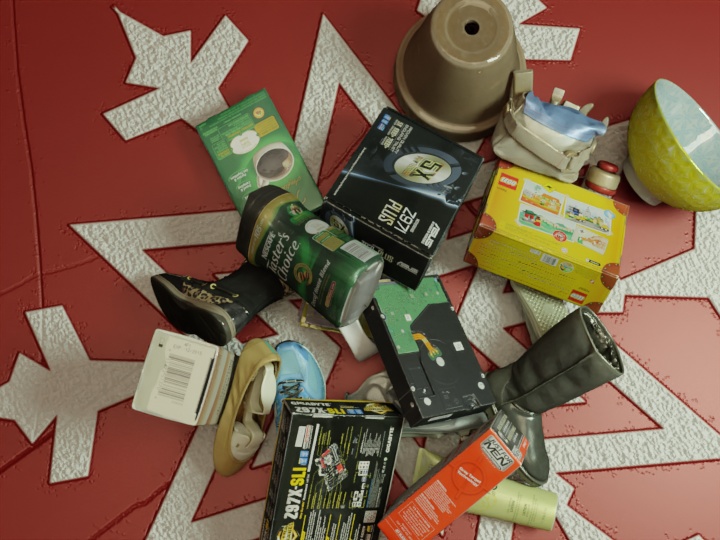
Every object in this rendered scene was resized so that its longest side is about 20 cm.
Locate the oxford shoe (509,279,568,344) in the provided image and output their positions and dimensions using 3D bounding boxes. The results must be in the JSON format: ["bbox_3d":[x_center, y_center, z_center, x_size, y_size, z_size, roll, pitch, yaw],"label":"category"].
[{"bbox_3d":[0.252,0.039,1.193,0.074,0.058,0.203,-14,66,-4],"label":"oxford shoe"}]

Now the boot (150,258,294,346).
[{"bbox_3d":[-0.189,0.024,1.178,0.150,0.198,0.074,-33,122,-31],"label":"boot"}]

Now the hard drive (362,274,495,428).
[{"bbox_3d":[0.086,0.103,1.133,0.138,0.038,0.203,-4,61,-39],"label":"hard drive"}]

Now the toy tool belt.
[{"bbox_3d":[0.285,-0.192,1.175,0.196,0.125,0.125,19,109,-3],"label":"toy tool belt"}]

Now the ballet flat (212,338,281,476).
[{"bbox_3d":[-0.150,0.193,1.132,0.063,0.068,0.204,24,106,42],"label":"ballet flat"}]

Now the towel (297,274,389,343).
[{"bbox_3d":[0.000,0.000,1.217,0.141,0.023,0.204,15,81,4],"label":"towel"}]

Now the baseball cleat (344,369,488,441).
[{"bbox_3d":[0.075,0.183,1.159,0.196,0.070,0.109,-5,82,-1],"label":"baseball cleat"}]

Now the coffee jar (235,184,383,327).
[{"bbox_3d":[-0.071,-0.023,1.096,0.199,0.106,0.085,35,38,21],"label":"coffee jar"}]

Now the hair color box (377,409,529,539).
[{"bbox_3d":[0.121,0.274,1.087,0.200,0.101,0.061,-45,81,16],"label":"hair color box"}]

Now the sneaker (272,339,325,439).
[{"bbox_3d":[-0.082,0.194,1.149,0.077,0.090,0.204,-10,80,-1],"label":"sneaker"}]

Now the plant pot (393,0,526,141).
[{"bbox_3d":[0.146,-0.306,1.193,0.196,0.175,0.205,0,79,1],"label":"plant pot"}]

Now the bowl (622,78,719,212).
[{"bbox_3d":[0.433,-0.154,1.184,0.107,0.199,0.202,-39,79,37],"label":"bowl"}]

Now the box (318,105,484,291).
[{"bbox_3d":[0.055,-0.102,1.165,0.162,0.087,0.201,29,57,5],"label":"box"}]

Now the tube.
[{"bbox_3d":[0.166,0.304,1.150,0.196,0.052,0.059,14,52,8],"label":"tube"}]

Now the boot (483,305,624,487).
[{"bbox_3d":[0.261,0.168,1.108,0.199,0.072,0.184,-33,82,31],"label":"boot"}]

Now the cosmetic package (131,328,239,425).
[{"bbox_3d":[-0.219,0.144,1.104,0.086,0.200,0.105,15,82,3],"label":"cosmetic package"}]

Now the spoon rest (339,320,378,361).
[{"bbox_3d":[-0.033,0.027,1.167,0.098,0.061,0.202,-29,81,7],"label":"spoon rest"}]

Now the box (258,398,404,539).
[{"bbox_3d":[-0.038,0.269,1.092,0.157,0.049,0.204,5,104,-22],"label":"box"}]

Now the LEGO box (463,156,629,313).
[{"bbox_3d":[0.257,-0.052,1.163,0.197,0.078,0.150,21,48,4],"label":"LEGO box"}]

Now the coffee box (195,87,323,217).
[{"bbox_3d":[-0.144,-0.148,1.233,0.122,0.044,0.202,-29,81,-4],"label":"coffee box"}]
